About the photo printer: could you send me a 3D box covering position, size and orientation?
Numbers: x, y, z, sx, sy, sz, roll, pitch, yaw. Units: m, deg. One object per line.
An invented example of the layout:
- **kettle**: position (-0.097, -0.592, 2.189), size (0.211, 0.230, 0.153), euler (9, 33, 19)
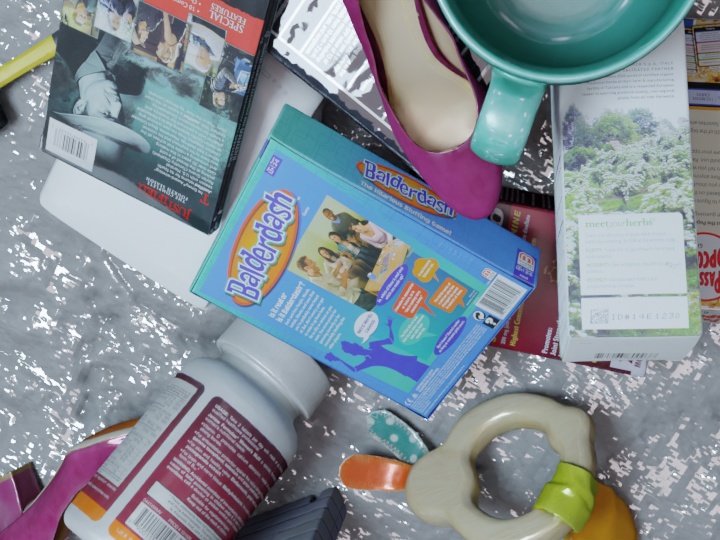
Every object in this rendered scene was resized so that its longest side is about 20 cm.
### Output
- **photo printer**: position (-0.127, -0.095, 0.831), size (0.165, 0.070, 0.202), euler (32, 109, 0)

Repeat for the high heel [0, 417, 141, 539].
- **high heel**: position (-0.220, 0.188, 0.915), size (0.197, 0.067, 0.097), euler (-24, 89, 18)

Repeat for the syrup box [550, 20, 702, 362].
- **syrup box**: position (0.161, -0.050, 0.699), size (0.077, 0.082, 0.204), euler (-1, 76, 7)

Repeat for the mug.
- **mug**: position (0.101, -0.171, 0.629), size (0.184, 0.114, 0.153), euler (-39, 92, 11)

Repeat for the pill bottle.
- **pill bottle**: position (-0.115, 0.136, 0.831), size (0.109, 0.110, 0.201), euler (40, 71, -3)

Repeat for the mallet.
- **mallet**: position (-0.232, -0.159, 0.855), size (0.197, 0.041, 0.067), euler (-20, 99, 8)

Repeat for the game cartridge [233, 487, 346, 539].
- **game cartridge**: position (-0.112, 0.239, 0.885), size (0.197, 0.130, 0.039), euler (-23, 102, 13)

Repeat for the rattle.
- **rattle**: position (0.102, 0.172, 0.890), size (0.197, 0.142, 0.133), euler (-12, 70, 26)

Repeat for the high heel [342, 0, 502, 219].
- **high heel**: position (0.032, -0.116, 0.669), size (0.067, 0.096, 0.202), euler (-25, 100, 14)

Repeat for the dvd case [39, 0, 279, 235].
- **dvd case**: position (-0.136, -0.139, 0.747), size (0.144, 0.022, 0.203), euler (25, 121, 10)

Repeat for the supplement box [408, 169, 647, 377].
- **supplement box**: position (0.120, 0.000, 0.829), size (0.196, 0.061, 0.111), euler (11, 105, 6)

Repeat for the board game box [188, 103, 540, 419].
- **board game box**: position (0.000, 0.000, 0.771), size (0.198, 0.045, 0.153), euler (29, 129, -8)

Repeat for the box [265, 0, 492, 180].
- **box**: position (0.035, -0.205, 0.758), size (0.197, 0.123, 0.201), euler (38, 107, -1)

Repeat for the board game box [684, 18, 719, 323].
- **board game box**: position (0.228, -0.068, 0.761), size (0.148, 0.046, 0.204), euler (4, 78, 7)
